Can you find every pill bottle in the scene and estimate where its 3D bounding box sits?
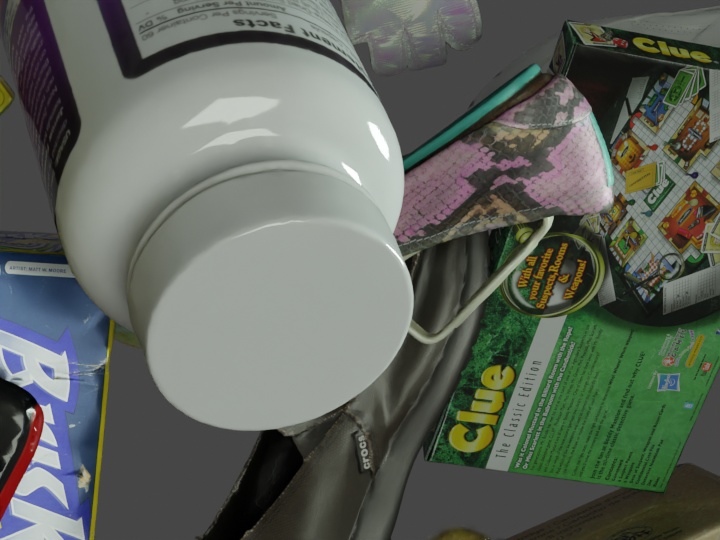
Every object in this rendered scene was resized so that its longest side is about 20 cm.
[{"bbox_3d":[-0.050,-0.045,0.705,0.111,0.200,0.112,-11,132,-12],"label":"pill bottle"}]

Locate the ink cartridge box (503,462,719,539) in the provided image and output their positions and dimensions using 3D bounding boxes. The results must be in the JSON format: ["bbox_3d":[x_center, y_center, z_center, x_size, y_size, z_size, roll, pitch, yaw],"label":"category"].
[{"bbox_3d":[0.085,0.193,0.883,0.199,0.075,0.165,-20,106,-18],"label":"ink cartridge box"}]

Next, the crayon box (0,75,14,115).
[{"bbox_3d":[-0.217,-0.038,0.677,0.200,0.051,0.127,-50,119,-32],"label":"crayon box"}]

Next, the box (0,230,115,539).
[{"bbox_3d":[-0.135,0.087,0.789,0.070,0.064,0.201,4,97,-21],"label":"box"}]

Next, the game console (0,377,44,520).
[{"bbox_3d":[-0.231,0.079,0.735,0.200,0.031,0.177,27,87,-1],"label":"game console"}]

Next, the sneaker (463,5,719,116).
[{"bbox_3d":[0.142,-0.066,0.845,0.199,0.116,0.074,-22,107,-15],"label":"sneaker"}]

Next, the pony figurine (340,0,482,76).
[{"bbox_3d":[0.072,-0.167,0.781,0.166,0.200,0.194,-31,122,-23],"label":"pony figurine"}]

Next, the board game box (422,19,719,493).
[{"bbox_3d":[0.098,0.001,0.826,0.104,0.023,0.200,8,127,-14],"label":"board game box"}]

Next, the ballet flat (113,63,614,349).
[{"bbox_3d":[0.000,0.000,0.771,0.200,0.069,0.071,-27,94,18],"label":"ballet flat"}]

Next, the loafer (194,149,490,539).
[{"bbox_3d":[-0.009,0.044,0.825,0.071,0.073,0.201,18,91,-22],"label":"loafer"}]
